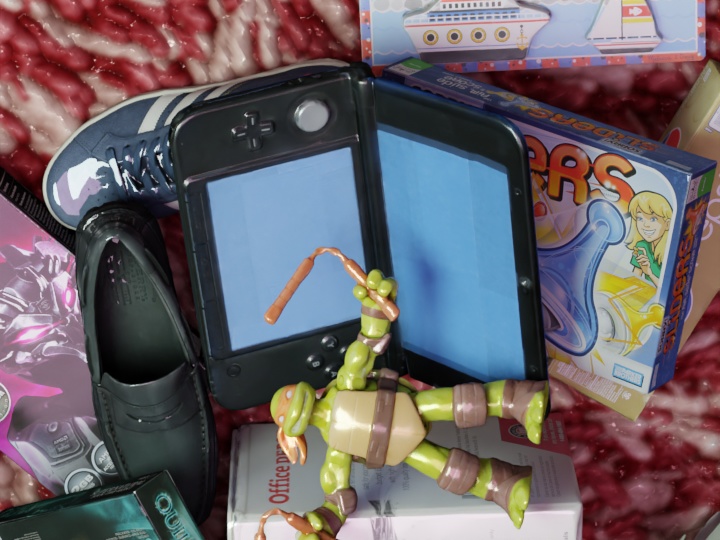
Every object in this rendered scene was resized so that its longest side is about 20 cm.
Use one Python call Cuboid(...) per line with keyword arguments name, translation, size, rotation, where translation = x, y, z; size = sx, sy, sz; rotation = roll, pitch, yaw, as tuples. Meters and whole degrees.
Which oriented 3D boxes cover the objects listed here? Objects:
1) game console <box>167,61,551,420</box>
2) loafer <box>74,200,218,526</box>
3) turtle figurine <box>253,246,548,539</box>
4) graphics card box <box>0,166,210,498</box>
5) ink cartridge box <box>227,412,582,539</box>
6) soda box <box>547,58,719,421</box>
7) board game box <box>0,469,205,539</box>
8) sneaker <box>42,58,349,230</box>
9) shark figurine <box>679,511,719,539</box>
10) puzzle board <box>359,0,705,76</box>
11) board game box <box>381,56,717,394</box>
Cuboid(name="game console", translation=(0.000, 0.000, 1.647), size=(0.170, 0.118, 0.200), rotation=(-15, 122, -12))
Cuboid(name="loafer", translation=(-0.124, 0.060, 1.702), size=(0.068, 0.070, 0.201), rotation=(-11, 107, 1))
Cuboid(name="turtle figurine", translation=(0.016, 0.095, 1.647), size=(0.161, 0.064, 0.200), rotation=(11, 92, 1))
Cuboid(name="graphics card box", translation=(-0.193, 0.038, 1.756), size=(0.200, 0.051, 0.125), rotation=(41, 101, -13))
Cuboid(name="ink cartridge box", translation=(0.024, 0.148, 1.743), size=(0.200, 0.146, 0.085), rotation=(0, 109, -1))
Cuboid(name="soda box", translation=(0.181, -0.017, 1.735), size=(0.064, 0.068, 0.200), rotation=(29, 104, -10))
Cuboid(name="board game box", translation=(-0.138, 0.191, 1.735), size=(0.028, 0.200, 0.135), rotation=(-34, 99, -34))
Cuboid(name="sneaker", translation=(-0.089, -0.068, 1.707), size=(0.200, 0.085, 0.075), rotation=(-21, 106, 5))
Cuboid(name="shark figurine", translation=(0.205, 0.177, 1.780), size=(0.128, 0.215, 0.090), rotation=(19, 66, 22))
Cuboid(name="puzzle board", translation=(0.098, -0.188, 1.709), size=(0.200, 0.017, 0.151), rotation=(-3, 107, 1))
Cuboid(name="board game box", translation=(0.094, -0.027, 1.691), size=(0.200, 0.034, 0.136), rotation=(20, 115, 26))
